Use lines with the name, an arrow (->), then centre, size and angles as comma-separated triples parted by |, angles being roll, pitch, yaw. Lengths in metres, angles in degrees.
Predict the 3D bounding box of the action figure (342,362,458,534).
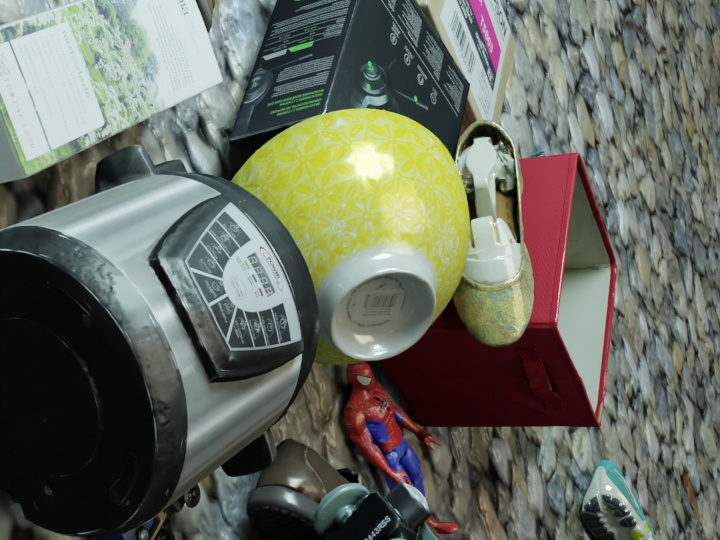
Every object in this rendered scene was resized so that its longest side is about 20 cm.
action figure -> 0.033, 0.162, 0.999 | 0.066, 0.051, 0.202 | -51, 122, -46

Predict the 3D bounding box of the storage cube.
storage cube -> 0.119, 0.022, 1.025 | 0.172, 0.177, 0.203 | 57, 38, -48

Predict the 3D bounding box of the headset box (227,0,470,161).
headset box -> -0.002, -0.123, 0.922 | 0.174, 0.092, 0.203 | 47, 45, -42

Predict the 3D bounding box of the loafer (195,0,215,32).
loafer -> -0.152, -0.251, 0.783 | 0.202, 0.072, 0.071 | 62, 38, -27

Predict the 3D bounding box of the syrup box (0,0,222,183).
syrup box -> -0.177, -0.120, 0.703 | 0.200, 0.080, 0.080 | -42, 119, -54

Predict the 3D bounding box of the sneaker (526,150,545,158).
sneaker -> 0.141, -0.074, 1.159 | 0.199, 0.119, 0.085 | -5, 86, -58

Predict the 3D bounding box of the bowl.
bowl -> 0.000, 0.000, 0.822 | 0.200, 0.199, 0.108 | 47, 10, -41

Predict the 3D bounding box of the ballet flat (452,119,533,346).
ballet flat -> 0.101, -0.038, 0.916 | 0.071, 0.070, 0.203 | 44, 38, -43

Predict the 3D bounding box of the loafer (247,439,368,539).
loafer -> -0.005, 0.189, 0.889 | 0.200, 0.072, 0.072 | 45, 47, -44

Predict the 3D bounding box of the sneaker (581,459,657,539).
sneaker -> 0.332, 0.316, 1.412 | 0.202, 0.076, 0.080 | 61, 28, -28

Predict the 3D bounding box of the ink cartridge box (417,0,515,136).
ink cartridge box -> 0.082, -0.235, 1.129 | 0.201, 0.074, 0.167 | 58, 39, -45

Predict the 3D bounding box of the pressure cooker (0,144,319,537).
pressure cooker -> -0.122, 0.034, 0.669 | 0.199, 0.177, 0.178 | -31, 142, -56

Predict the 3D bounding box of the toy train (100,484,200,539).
toy train -> -0.125, 0.133, 0.765 | 0.046, 0.034, 0.201 | 55, 40, -29

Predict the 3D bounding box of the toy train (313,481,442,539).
toy train -> -0.017, 0.236, 0.795 | 0.200, 0.085, 0.114 | -46, 135, -3
